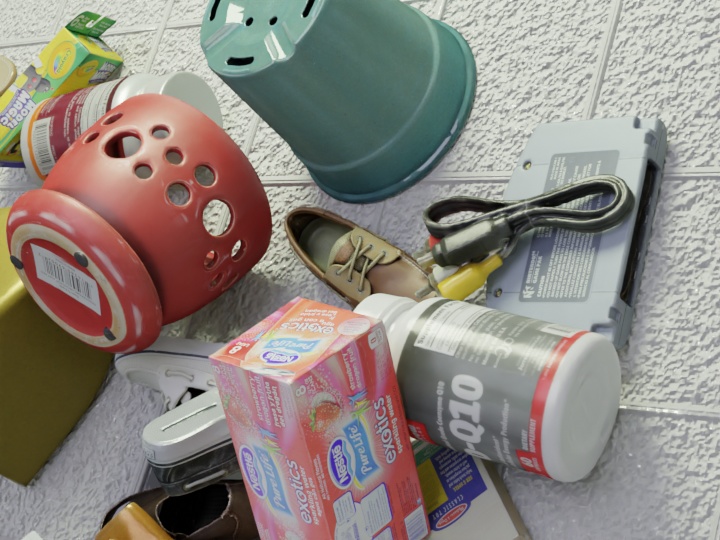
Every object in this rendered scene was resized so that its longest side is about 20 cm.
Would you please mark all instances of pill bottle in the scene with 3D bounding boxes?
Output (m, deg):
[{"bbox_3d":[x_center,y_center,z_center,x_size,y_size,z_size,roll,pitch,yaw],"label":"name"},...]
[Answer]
[{"bbox_3d":[-0.249,-0.143,1.616,0.200,0.114,0.114,-8,61,36],"label":"pill bottle"},{"bbox_3d":[0.088,0.085,1.191,0.200,0.114,0.114,13,74,32],"label":"pill bottle"}]

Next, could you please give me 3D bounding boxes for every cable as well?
[{"bbox_3d":[0.128,-0.035,1.266,0.200,0.050,0.097,-21,46,14],"label":"cable"}]

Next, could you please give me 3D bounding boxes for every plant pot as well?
[{"bbox_3d":[-0.211,-0.034,1.424,0.200,0.201,0.183,8,43,42],"label":"plant pot"},{"bbox_3d":[-0.030,-0.194,1.410,0.200,0.196,0.200,-20,54,30],"label":"plant pot"},{"bbox_3d":[-0.359,0.056,1.549,0.200,0.196,0.194,-43,46,1],"label":"plant pot"}]

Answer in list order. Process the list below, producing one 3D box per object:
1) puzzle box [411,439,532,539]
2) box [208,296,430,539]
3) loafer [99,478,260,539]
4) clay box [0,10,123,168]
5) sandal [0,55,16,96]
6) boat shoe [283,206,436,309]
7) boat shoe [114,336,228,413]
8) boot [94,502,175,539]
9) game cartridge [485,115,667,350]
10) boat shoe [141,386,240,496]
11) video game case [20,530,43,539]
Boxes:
[{"bbox_3d":[0.033,0.221,1.242,0.200,0.025,0.133,-39,47,15],"label":"puzzle box"},{"bbox_3d":[-0.029,0.135,1.172,0.095,0.200,0.103,14,38,43],"label":"box"},{"bbox_3d":[-0.162,0.214,1.372,0.200,0.071,0.073,-18,56,31],"label":"loafer"},{"bbox_3d":[-0.344,-0.201,1.727,0.200,0.115,0.048,-45,85,10],"label":"clay box"},{"bbox_3d":[-0.522,-0.257,1.934,0.212,0.070,0.078,16,77,43],"label":"sandal"},{"bbox_3d":[0.000,0.000,1.358,0.200,0.074,0.076,29,86,43],"label":"boat shoe"},{"bbox_3d":[-0.157,0.107,1.434,0.200,0.071,0.070,3,65,33],"label":"boat shoe"},{"bbox_3d":[-0.151,0.252,1.294,0.201,0.071,0.144,-43,76,30],"label":"boot"},{"bbox_3d":[0.172,-0.030,1.265,0.133,0.042,0.200,-3,65,43],"label":"game cartridge"},{"bbox_3d":[-0.093,0.132,1.339,0.200,0.071,0.072,-21,33,-16],"label":"boat shoe"},{"bbox_3d":[-0.212,0.319,1.310,0.018,0.143,0.200,-36,41,-20],"label":"video game case"}]
